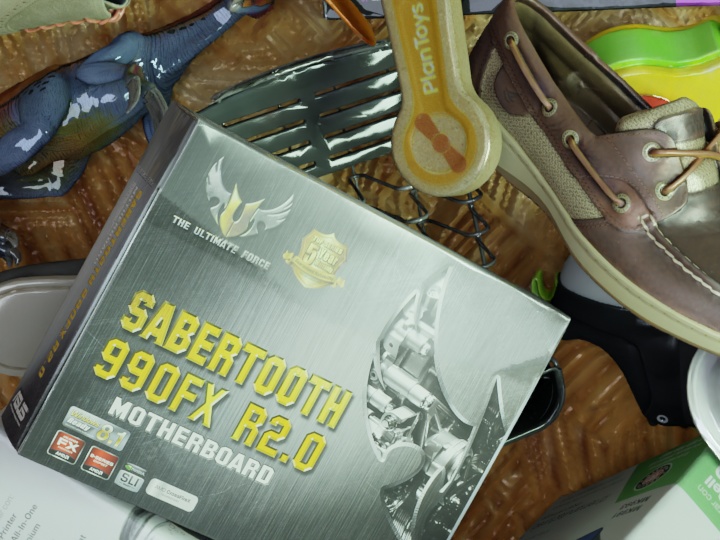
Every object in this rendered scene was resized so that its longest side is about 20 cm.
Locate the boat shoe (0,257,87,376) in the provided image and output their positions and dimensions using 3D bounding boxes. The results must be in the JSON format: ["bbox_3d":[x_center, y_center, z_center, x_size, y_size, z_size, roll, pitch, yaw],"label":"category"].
[{"bbox_3d":[-0.090,0.017,0.965,0.199,0.057,0.067,0,106,-13],"label":"boat shoe"}]

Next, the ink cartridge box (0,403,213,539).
[{"bbox_3d":[-0.091,0.137,0.932,0.200,0.145,0.084,33,102,0],"label":"ink cartridge box"}]

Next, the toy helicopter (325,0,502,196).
[{"bbox_3d":[0.014,-0.129,0.861,0.132,0.079,0.201,-11,86,22],"label":"toy helicopter"}]

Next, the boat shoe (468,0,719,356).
[{"bbox_3d":[0.121,-0.043,0.856,0.200,0.072,0.072,47,131,24],"label":"boat shoe"}]

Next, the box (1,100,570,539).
[{"bbox_3d":[-0.030,0.043,0.869,0.200,0.048,0.159,28,95,-24],"label":"box"}]

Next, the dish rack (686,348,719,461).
[{"bbox_3d":[0.254,0.055,0.898,0.172,0.044,0.200,50,57,-2],"label":"dish rack"}]

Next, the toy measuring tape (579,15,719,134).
[{"bbox_3d":[0.139,-0.105,0.907,0.073,0.074,0.200,26,128,1],"label":"toy measuring tape"}]

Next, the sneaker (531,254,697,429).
[{"bbox_3d":[0.174,0.046,0.959,0.200,0.072,0.083,35,121,1],"label":"sneaker"}]

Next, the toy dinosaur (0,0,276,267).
[{"bbox_3d":[-0.125,-0.091,0.947,0.200,0.105,0.182,32,77,12],"label":"toy dinosaur"}]

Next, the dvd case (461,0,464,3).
[{"bbox_3d":[0.005,-0.234,0.913,0.142,0.018,0.201,17,100,16],"label":"dvd case"}]

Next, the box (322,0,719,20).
[{"bbox_3d":[0.078,-0.193,0.945,0.199,0.036,0.144,-1,95,3],"label":"box"}]

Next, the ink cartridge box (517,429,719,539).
[{"bbox_3d":[0.094,0.173,0.882,0.088,0.145,0.200,49,58,-3],"label":"ink cartridge box"}]

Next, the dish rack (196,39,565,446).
[{"bbox_3d":[0.000,0.000,0.922,0.153,0.055,0.201,-20,112,-15],"label":"dish rack"}]

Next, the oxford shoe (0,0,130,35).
[{"bbox_3d":[-0.148,-0.130,0.920,0.075,0.071,0.200,41,132,-12],"label":"oxford shoe"}]
